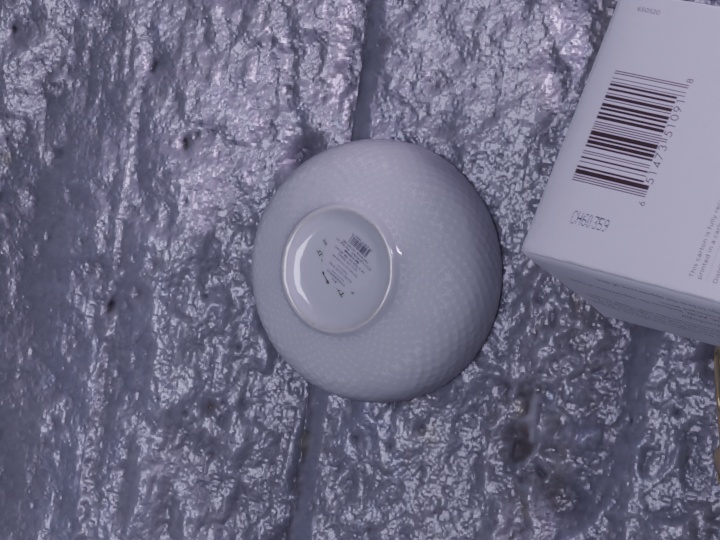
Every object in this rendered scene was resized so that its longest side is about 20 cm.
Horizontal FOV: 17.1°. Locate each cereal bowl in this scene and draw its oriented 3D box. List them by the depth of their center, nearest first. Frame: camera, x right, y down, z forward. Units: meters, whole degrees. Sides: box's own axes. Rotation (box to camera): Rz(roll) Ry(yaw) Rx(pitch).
[{"bbox_3d":[0.000,0.000,1.783,0.200,0.083,0.201,0,89,28],"label":"cereal bowl"}]

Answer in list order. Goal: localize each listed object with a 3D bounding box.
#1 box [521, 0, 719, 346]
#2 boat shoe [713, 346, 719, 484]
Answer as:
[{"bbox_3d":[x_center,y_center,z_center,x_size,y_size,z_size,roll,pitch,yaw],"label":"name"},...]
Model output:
[{"bbox_3d":[0.246,-0.058,1.588,0.200,0.131,0.199,16,80,37],"label":"box"},{"bbox_3d":[0.279,0.132,1.652,0.065,0.072,0.201,-5,92,63],"label":"boat shoe"}]
